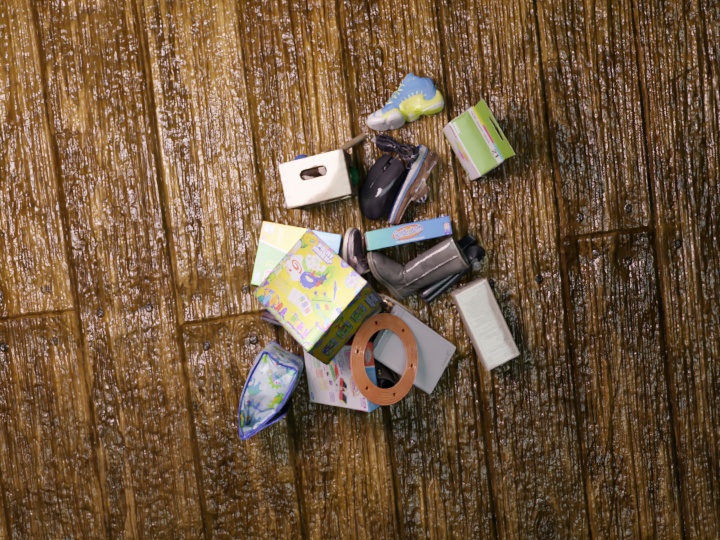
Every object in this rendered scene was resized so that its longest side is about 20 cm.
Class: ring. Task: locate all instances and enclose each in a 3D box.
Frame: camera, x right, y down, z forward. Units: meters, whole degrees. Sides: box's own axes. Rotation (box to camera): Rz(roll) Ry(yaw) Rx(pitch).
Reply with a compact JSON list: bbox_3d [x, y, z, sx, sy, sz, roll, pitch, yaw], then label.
[{"bbox_3d":[0.053,0.200,1.516,0.196,0.019,0.207,6,81,-38],"label":"ring"}]

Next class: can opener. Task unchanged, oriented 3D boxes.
[{"bbox_3d":[0.227,0.006,1.649,0.200,0.079,0.063,-46,132,3],"label":"can opener"}]

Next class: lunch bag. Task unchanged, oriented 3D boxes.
[{"bbox_3d":[-0.219,0.289,1.580,0.125,0.170,0.203,30,91,0],"label":"lunch bag"}]

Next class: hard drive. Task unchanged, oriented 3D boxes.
[{"bbox_3d":[0.126,0.191,1.602,0.198,0.027,0.134,35,84,-25],"label":"hard drive"}]

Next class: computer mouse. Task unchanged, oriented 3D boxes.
[{"bbox_3d":[0.047,-0.222,1.604,0.137,0.052,0.205,28,100,34],"label":"computer mouse"}]

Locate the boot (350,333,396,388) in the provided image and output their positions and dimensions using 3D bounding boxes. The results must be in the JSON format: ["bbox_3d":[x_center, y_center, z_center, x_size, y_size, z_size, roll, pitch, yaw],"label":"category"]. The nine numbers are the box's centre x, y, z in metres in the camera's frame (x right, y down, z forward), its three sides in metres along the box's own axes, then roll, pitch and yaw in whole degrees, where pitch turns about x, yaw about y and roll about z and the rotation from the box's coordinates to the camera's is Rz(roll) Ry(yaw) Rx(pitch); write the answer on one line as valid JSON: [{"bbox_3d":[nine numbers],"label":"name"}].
[{"bbox_3d":[0.015,0.221,1.590,0.198,0.138,0.078,36,93,-11],"label":"boot"}]

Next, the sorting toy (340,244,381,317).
[{"bbox_3d":[-0.069,0.064,1.642,0.183,0.036,0.203,-34,93,0],"label":"sorting toy"}]

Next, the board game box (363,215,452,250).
[{"bbox_3d":[0.107,-0.087,1.586,0.194,0.152,0.046,-12,93,-2],"label":"board game box"}]

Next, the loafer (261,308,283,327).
[{"bbox_3d":[-0.144,0.114,1.611,0.195,0.072,0.065,13,85,20],"label":"loafer"}]

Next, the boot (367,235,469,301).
[{"bbox_3d":[0.136,-0.022,1.575,0.197,0.074,0.181,-25,134,27],"label":"boot"}]

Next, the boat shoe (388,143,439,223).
[{"bbox_3d":[0.131,-0.198,1.622,0.071,0.072,0.204,24,95,-10],"label":"boat shoe"}]

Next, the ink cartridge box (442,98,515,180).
[{"bbox_3d":[0.271,-0.301,1.558,0.075,0.200,0.150,-31,93,0],"label":"ink cartridge box"}]

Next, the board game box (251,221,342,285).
[{"bbox_3d":[-0.150,-0.023,1.601,0.194,0.040,0.158,10,84,6],"label":"board game box"}]

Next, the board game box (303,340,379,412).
[{"bbox_3d":[-0.049,0.242,1.581,0.196,0.040,0.158,0,100,42],"label":"board game box"}]

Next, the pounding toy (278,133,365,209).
[{"bbox_3d":[-0.077,-0.236,1.569,0.194,0.184,0.147,-12,94,7],"label":"pounding toy"}]

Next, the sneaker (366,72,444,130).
[{"bbox_3d":[0.099,-0.410,1.618,0.194,0.076,0.108,-16,81,-9],"label":"sneaker"}]

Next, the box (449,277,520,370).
[{"bbox_3d":[0.303,0.129,1.640,0.093,0.078,0.205,-24,93,-1],"label":"box"}]

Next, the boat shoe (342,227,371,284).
[{"bbox_3d":[0.000,0.000,1.589,0.063,0.071,0.207,-1,90,33],"label":"boat shoe"}]

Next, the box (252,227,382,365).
[{"bbox_3d":[-0.093,0.057,1.467,0.193,0.122,0.199,-47,62,-2],"label":"box"}]

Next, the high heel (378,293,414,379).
[{"bbox_3d":[0.083,0.163,1.633,0.199,0.071,0.144,40,84,-12],"label":"high heel"}]
